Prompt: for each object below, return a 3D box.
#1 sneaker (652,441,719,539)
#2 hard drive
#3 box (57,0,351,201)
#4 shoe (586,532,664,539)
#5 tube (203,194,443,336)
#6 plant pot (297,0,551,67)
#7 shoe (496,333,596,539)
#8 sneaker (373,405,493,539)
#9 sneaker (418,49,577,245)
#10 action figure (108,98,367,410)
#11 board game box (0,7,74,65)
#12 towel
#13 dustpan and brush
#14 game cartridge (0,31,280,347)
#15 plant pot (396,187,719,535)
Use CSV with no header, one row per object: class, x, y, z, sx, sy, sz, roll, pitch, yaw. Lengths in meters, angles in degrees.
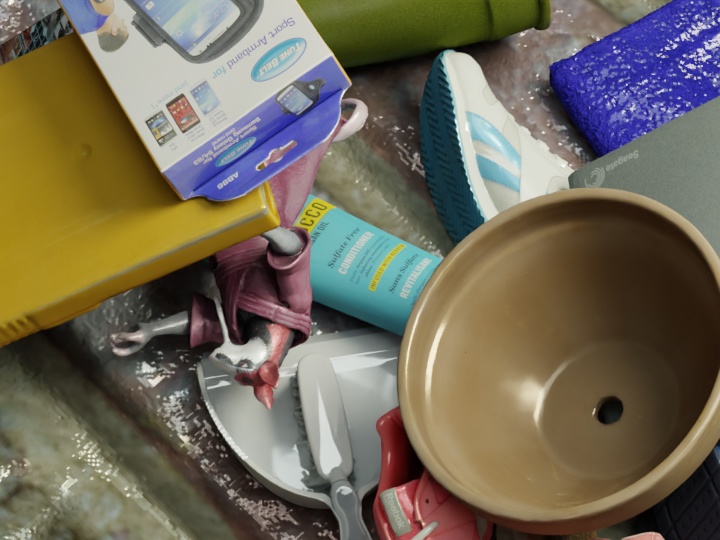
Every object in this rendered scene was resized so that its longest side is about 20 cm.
sneaker,0.215,0.105,1.529,0.082,0.074,0.201,8,51,-30
hard drive,0.197,0.004,1.501,0.139,0.033,0.201,-27,53,32
box,-0.092,-0.133,1.463,0.119,0.042,0.201,-35,55,1
shoe,0.129,0.195,1.415,0.071,0.200,0.092,-14,78,24
tube,0.000,0.000,1.589,0.199,0.051,0.078,23,55,24
plant pot,-0.002,-0.215,1.641,0.192,0.201,0.201,-22,65,-2
shoe,0.101,0.086,1.522,0.069,0.053,0.202,5,76,-36
sneaker,0.036,0.163,1.429,0.073,0.087,0.201,-27,45,23
sneaker,0.097,-0.052,1.619,0.080,0.077,0.201,-15,71,-21
action figure,-0.068,-0.009,1.553,0.148,0.134,0.202,7,64,-45
board game box,-0.178,-0.074,1.574,0.034,0.135,0.202,25,52,-41
towel,0.233,-0.089,1.659,0.147,0.050,0.201,-28,67,-19
dustpan and brush,-0.016,0.117,1.519,0.138,0.057,0.201,-8,63,-10
game cartridge,-0.158,-0.062,1.494,0.199,0.032,0.177,-23,58,11
plant pot,0.127,0.063,1.428,0.199,0.093,0.202,-11,59,19
